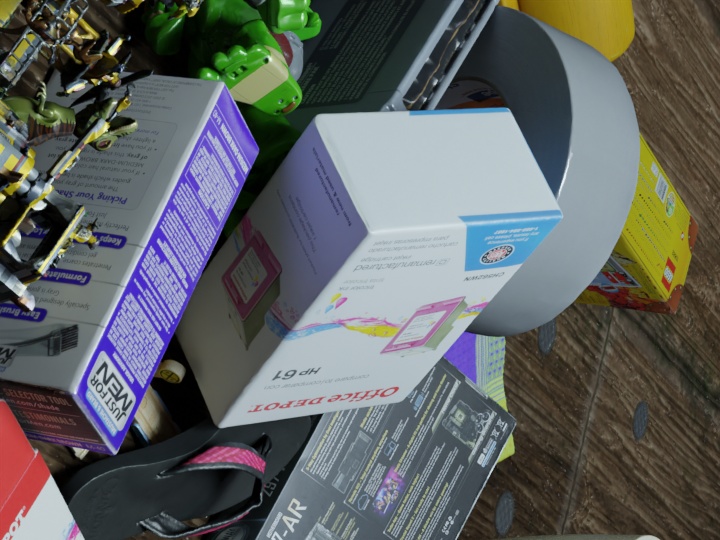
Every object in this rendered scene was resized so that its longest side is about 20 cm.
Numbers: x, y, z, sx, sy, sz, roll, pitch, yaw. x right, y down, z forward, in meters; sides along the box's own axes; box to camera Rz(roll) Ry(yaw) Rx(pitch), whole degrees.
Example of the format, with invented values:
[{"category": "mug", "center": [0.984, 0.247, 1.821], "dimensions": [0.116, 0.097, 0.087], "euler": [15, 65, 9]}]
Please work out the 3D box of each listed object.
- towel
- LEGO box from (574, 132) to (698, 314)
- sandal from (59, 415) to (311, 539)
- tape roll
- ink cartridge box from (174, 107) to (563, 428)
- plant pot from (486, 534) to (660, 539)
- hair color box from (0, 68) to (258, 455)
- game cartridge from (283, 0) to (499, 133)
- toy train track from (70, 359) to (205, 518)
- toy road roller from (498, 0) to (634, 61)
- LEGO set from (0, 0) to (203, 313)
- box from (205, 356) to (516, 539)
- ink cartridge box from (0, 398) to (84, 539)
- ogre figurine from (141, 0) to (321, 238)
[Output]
[{"category": "towel", "center": [0.066, 0.101, 1.736], "dimensions": [0.200, 0.023, 0.144], "euler": [-23, 115, -59]}, {"category": "LEGO box", "center": [0.145, -0.049, 1.716], "dimensions": [0.200, 0.149, 0.077], "euler": [47, 55, -55]}, {"category": "sandal", "center": [-0.096, 0.127, 1.365], "dimensions": [0.200, 0.045, 0.075], "euler": [-18, 130, -48]}, {"category": "tape roll", "center": [0.079, -0.062, 1.466], "dimensions": [0.066, 0.200, 0.201], "euler": [20, 77, -40]}, {"category": "ink cartridge box", "center": [0.000, 0.000, 1.352], "dimensions": [0.144, 0.200, 0.085], "euler": [-5, 59, -37]}, {"category": "plant pot", "center": [0.097, 0.264, 1.638], "dimensions": [0.187, 0.200, 0.188], "euler": [-22, 115, -60]}, {"category": "hair color box", "center": [-0.143, -0.009, 1.220], "dimensions": [0.200, 0.109, 0.065], "euler": [-65, 149, -30]}, {"category": "game cartridge", "center": [0.002, -0.132, 1.441], "dimensions": [0.042, 0.133, 0.200], "euler": [56, 47, -30]}, {"category": "toy train track", "center": [-0.117, 0.083, 1.372], "dimensions": [0.115, 0.032, 0.200], "euler": [-65, 148, -31]}, {"category": "toy road roller", "center": [0.100, -0.171, 1.608], "dimensions": [0.200, 0.146, 0.123], "euler": [-56, 141, -42]}, {"category": "LEGO set", "center": [-0.144, -0.070, 1.139], "dimensions": [0.116, 0.154, 0.200], "euler": [43, 51, -22]}, {"category": "box", "center": [0.001, 0.142, 1.514], "dimensions": [0.160, 0.044, 0.200], "euler": [40, 71, -39]}, {"category": "ink cartridge box", "center": [-0.198, 0.167, 1.199], "dimensions": [0.116, 0.067, 0.200], "euler": [-60, 145, -38]}, {"category": "ogre figurine", "center": [-0.067, -0.120, 1.324], "dimensions": [0.200, 0.098, 0.120], "euler": [73, 0, -52]}]
